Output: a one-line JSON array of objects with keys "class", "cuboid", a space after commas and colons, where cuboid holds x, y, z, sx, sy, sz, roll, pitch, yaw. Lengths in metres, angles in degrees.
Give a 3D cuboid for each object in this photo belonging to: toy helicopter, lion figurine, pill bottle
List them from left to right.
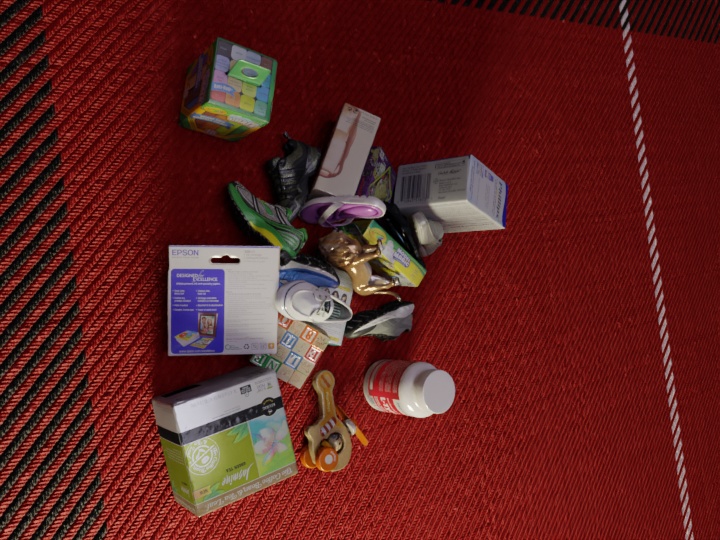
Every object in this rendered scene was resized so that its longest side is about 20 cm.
[{"class": "toy helicopter", "cuboid": [-0.056, 0.303, 1.371, 0.131, 0.079, 0.203, -4, 85, -34]}, {"class": "lion figurine", "cuboid": [0.000, 0.000, 1.365, 0.073, 0.121, 0.201, -84, 154, -56]}, {"class": "pill bottle", "cuboid": [0.101, 0.245, 1.404, 0.111, 0.199, 0.114, 3, 84, -33]}]

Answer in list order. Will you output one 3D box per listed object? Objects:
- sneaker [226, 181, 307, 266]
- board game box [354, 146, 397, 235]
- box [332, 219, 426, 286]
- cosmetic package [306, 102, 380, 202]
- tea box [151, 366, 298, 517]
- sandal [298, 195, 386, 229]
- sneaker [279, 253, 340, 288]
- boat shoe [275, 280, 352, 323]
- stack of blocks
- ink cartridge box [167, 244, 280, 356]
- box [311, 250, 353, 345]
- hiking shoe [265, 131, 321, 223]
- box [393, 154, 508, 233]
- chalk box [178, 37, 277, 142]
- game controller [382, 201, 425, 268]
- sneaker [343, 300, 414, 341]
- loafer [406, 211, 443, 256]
[{"class": "sneaker", "cuboid": [-0.182, -0.099, 1.283, 0.085, 0.078, 0.200, -40, 76, -22]}, {"class": "board game box", "cuboid": [0.045, -0.162, 1.438, 0.200, 0.032, 0.121, 50, 51, -62]}, {"class": "box", "cuboid": [0.036, -0.044, 1.434, 0.200, 0.117, 0.049, 40, 73, -25]}, {"class": "cosmetic package", "cuboid": [-0.036, -0.229, 1.402, 0.086, 0.103, 0.202, 21, 72, -10]}, {"class": "tea box", "cuboid": [-0.243, 0.297, 1.210, 0.198, 0.133, 0.199, -16, 95, -33]}, {"class": "sandal", "cuboid": [-0.045, -0.110, 1.335, 0.082, 0.201, 0.050, 39, 54, -46]}, {"class": "sneaker", "cuboid": [-0.138, 0.015, 1.332, 0.197, 0.079, 0.090, 9, 107, -12]}, {"class": "boat shoe", "cuboid": [-0.080, 0.061, 1.268, 0.199, 0.066, 0.075, 12, 88, -61]}, {"class": "stack of blocks", "cuboid": [-0.172, 0.124, 1.290, 0.199, 0.059, 0.116, 33, 91, -18]}, {"class": "ink cartridge box", "cuboid": [-0.242, 0.051, 1.203, 0.195, 0.043, 0.203, 1, 103, -14]}, {"class": "box", "cuboid": [-0.063, 0.048, 1.400, 0.082, 0.049, 0.203, 20, 75, -30]}, {"class": "hiking shoe", "cuboid": [-0.154, -0.177, 1.356, 0.100, 0.076, 0.202, 26, 65, -17]}, {"class": "box", "cuboid": [0.203, -0.162, 1.485, 0.199, 0.182, 0.106, 23, 70, -52]}, {"class": "chalk box", "cuboid": [-0.234, -0.329, 1.228, 0.124, 0.199, 0.126, 12, 79, -32]}, {"class": "game controller", "cuboid": [0.091, -0.067, 1.440, 0.042, 0.105, 0.200, -28, 147, 3]}, {"class": "sneaker", "cuboid": [0.046, 0.120, 1.447, 0.199, 0.073, 0.080, -13, 102, -42]}, {"class": "loafer", "cuboid": [0.145, -0.088, 1.476, 0.069, 0.200, 0.070, -30, 74, 1]}]
